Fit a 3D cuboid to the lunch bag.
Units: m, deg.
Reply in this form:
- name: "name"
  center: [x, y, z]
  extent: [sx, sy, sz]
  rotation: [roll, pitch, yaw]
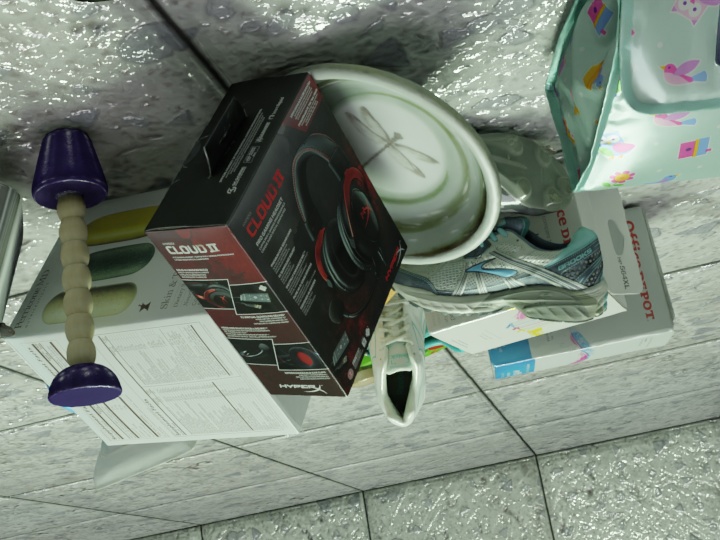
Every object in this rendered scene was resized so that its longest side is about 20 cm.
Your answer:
- name: "lunch bag"
  center: [0.228, -0.149, 0.708]
  extent: [0.168, 0.123, 0.201]
  rotation: [-6, 153, -5]

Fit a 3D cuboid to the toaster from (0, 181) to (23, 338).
- name: "toaster"
  center: [-0.347, 0.002, 0.793]
  extent: [0.198, 0.120, 0.181]
  rotation: [15, 155, -13]

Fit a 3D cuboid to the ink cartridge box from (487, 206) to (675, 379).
- name: "ink cartridge box"
  center: [0.229, 0.026, 1.163]
  extent: [0.198, 0.146, 0.085]
  rotation: [-12, 161, 6]

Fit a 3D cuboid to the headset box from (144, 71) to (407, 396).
- name: "headset box"
  center: [-0.056, -0.029, 0.748]
  extent: [0.074, 0.149, 0.201]
  rotation: [-3, 136, 32]

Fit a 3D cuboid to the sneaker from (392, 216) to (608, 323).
- name: "sneaker"
  center: [0.122, -0.009, 0.946]
  extent: [0.198, 0.087, 0.078]
  rotation: [2, -165, 16]

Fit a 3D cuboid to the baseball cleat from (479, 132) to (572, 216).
- name: "baseball cleat"
  center: [0.088, -0.083, 0.924]
  extent: [0.198, 0.070, 0.106]
  rotation: [13, 158, -29]

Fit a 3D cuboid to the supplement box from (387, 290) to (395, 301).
- name: "supplement box"
  center: [0.000, 0.000, 1.044]
  extent: [0.068, 0.067, 0.200]
  rotation: [0, 148, -30]

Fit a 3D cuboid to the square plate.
- name: "square plate"
  center: [-0.226, 0.132, 1.188]
  extent: [0.028, 0.201, 0.197]
  rotation: [34, 138, -29]

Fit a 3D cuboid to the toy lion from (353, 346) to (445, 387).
- name: "toy lion"
  center: [0.090, 0.086, 1.408]
  extent: [0.190, 0.069, 0.200]
  rotation: [-10, 163, -25]

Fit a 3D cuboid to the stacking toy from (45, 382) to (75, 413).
- name: "stacking toy"
  center: [-0.242, 0.072, 1.156]
  extent: [0.199, 0.117, 0.110]
  rotation: [-32, 147, 16]

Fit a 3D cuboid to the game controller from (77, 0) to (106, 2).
- name: "game controller"
  center: [-0.079, -0.193, 0.541]
  extent: [0.198, 0.043, 0.104]
  rotation: [-12, 161, 3]

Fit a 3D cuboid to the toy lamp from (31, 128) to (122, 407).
- name: "toy lamp"
  center: [-0.205, -0.007, 0.763]
  extent: [0.058, 0.202, 0.058]
  rotation: [-10, 161, -4]

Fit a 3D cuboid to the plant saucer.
- name: "plant saucer"
  center: [0.016, -0.088, 0.801]
  extent: [0.198, 0.050, 0.201]
  rotation: [17, 144, 13]

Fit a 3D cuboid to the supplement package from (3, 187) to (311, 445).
- name: "supplement package"
  center: [-0.147, 0.035, 0.866]
  extent: [0.198, 0.153, 0.151]
  rotation: [-8, 135, 27]

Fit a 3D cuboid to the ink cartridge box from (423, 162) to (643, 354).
- name: "ink cartridge box"
  center: [0.167, -0.012, 1.051]
  extent: [0.198, 0.130, 0.125]
  rotation: [-19, 159, 23]

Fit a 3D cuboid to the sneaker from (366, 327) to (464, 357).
- name: "sneaker"
  center: [0.028, 0.070, 1.176]
  extent: [0.198, 0.080, 0.078]
  rotation: [-9, 161, -4]

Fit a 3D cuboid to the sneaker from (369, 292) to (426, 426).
- name: "sneaker"
  center: [0.040, 0.067, 1.111]
  extent: [0.070, 0.202, 0.080]
  rotation: [-8, -171, 2]
